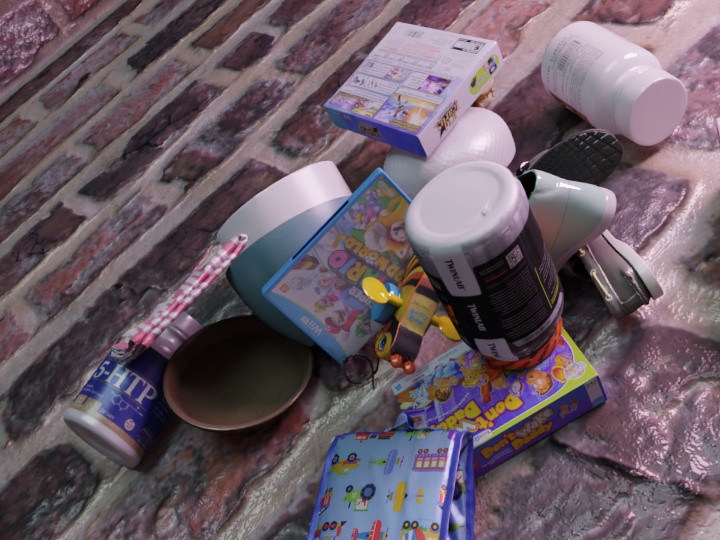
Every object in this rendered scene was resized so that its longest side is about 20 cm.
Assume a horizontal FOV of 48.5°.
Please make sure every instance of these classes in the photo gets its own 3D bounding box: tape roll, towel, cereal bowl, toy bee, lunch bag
[{"bbox_3d":[-0.102,-0.068,1.131,0.200,0.072,0.203,-34,-5,-4],"label":"tape roll"},{"bbox_3d":[-0.230,0.034,1.018,0.201,0.030,0.146,-49,11,-28],"label":"towel"},{"bbox_3d":[0.117,-0.175,1.137,0.196,0.084,0.201,-23,24,10],"label":"cereal bowl"},{"bbox_3d":[0.057,0.067,0.911,0.128,0.205,0.109,5,20,-12],"label":"toy bee"},{"bbox_3d":[0.030,0.234,0.769,0.148,0.094,0.204,-9,56,28],"label":"lunch bag"}]

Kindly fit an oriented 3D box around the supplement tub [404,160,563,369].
[{"bbox_3d":[0.133,0.002,0.807,0.120,0.201,0.124,-19,39,17],"label":"supplement tub"}]

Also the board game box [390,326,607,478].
[{"bbox_3d":[0.144,0.131,0.862,0.198,0.045,0.135,-31,38,3],"label":"board game box"}]

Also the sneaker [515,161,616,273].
[{"bbox_3d":[0.179,-0.042,0.898,0.201,0.116,0.075,126,157,-48],"label":"sneaker"}]

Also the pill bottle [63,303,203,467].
[{"bbox_3d":[-0.298,0.151,1.094,0.118,0.121,0.202,6,53,38],"label":"pill bottle"}]

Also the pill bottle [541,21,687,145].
[{"bbox_3d":[0.337,-0.248,1.069,0.113,0.115,0.201,-32,38,0],"label":"pill bottle"}]

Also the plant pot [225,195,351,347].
[{"bbox_3d":[-0.057,0.016,1.032,0.198,0.200,0.137,-31,82,2],"label":"plant pot"}]

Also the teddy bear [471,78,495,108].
[{"bbox_3d":[0.115,-0.262,1.223,0.196,0.145,0.068,-20,76,16],"label":"teddy bear"}]

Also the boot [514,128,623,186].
[{"bbox_3d":[0.233,-0.126,0.989,0.199,0.068,0.131,-37,13,34],"label":"boot"}]

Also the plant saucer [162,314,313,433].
[{"bbox_3d":[-0.156,0.135,1.038,0.195,0.030,0.202,-3,39,3],"label":"plant saucer"}]

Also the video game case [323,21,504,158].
[{"bbox_3d":[0.072,-0.259,1.122,0.198,0.046,0.182,27,70,43],"label":"video game case"}]

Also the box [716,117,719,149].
[{"bbox_3d":[0.439,-0.074,0.828,0.101,0.095,0.203,-11,44,24],"label":"box"}]

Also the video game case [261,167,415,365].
[{"bbox_3d":[0.000,0.000,0.941,0.200,0.143,0.018,-45,24,8],"label":"video game case"}]

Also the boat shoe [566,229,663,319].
[{"bbox_3d":[0.265,-0.017,0.911,0.060,0.072,0.203,-38,32,8],"label":"boat shoe"}]
